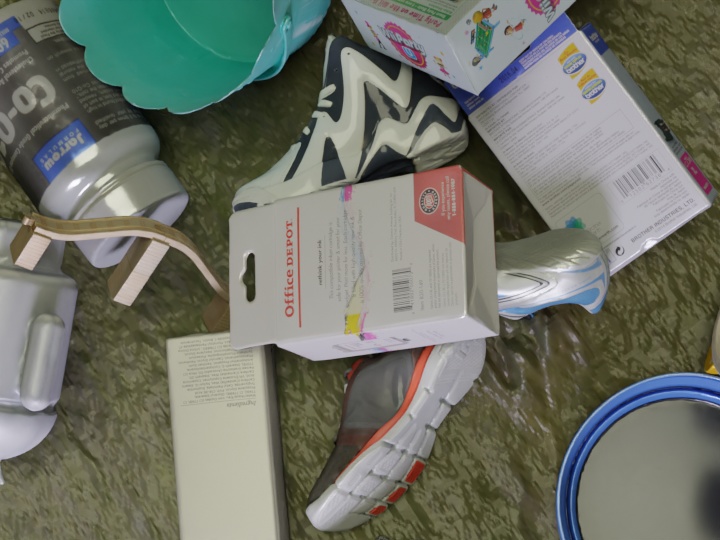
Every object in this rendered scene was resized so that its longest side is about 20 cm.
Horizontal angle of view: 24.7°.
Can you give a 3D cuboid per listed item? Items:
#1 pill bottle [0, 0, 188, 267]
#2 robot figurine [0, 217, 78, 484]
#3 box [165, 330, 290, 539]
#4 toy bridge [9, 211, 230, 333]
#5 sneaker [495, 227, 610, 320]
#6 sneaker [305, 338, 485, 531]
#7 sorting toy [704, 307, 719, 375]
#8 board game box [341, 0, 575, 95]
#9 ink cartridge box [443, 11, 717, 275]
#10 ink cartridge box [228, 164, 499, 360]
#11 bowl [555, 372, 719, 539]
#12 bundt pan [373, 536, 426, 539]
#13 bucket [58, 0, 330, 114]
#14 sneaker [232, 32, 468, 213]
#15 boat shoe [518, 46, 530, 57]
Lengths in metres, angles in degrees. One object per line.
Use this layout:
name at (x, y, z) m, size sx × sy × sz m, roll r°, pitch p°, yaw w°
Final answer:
pill bottle at (-0.232, -0.108, 1.316) m, size 0.114 × 0.114 × 0.200 m, roll -38°, pitch 79°, yaw -3°
robot figurine at (-0.285, 0.060, 1.281) m, size 0.169 × 0.112 × 0.202 m, roll 10°, pitch 90°, yaw 51°
box at (-0.101, 0.150, 1.280) m, size 0.081 × 0.068 × 0.202 m, roll -5°, pitch 79°, yaw 4°
toy bridge at (-0.170, -0.007, 1.260) m, size 0.067 × 0.199 × 0.027 m, roll -53°, pitch 37°, yaw 21°
sneaker at (0.096, 0.009, 1.286) m, size 0.199 × 0.072 × 0.073 m, roll -1°, pitch 121°, yaw 22°
sneaker at (0.016, 0.112, 1.290) m, size 0.082 × 0.077 × 0.200 m, roll 33°, pitch 82°, yaw 37°
sorting toy at (0.372, 0.047, 1.253) m, size 0.179 × 0.107 × 0.201 m, roll 27°, pitch 66°, yaw -7°
board game box at (0.101, -0.238, 1.246) m, size 0.200 × 0.064 × 0.147 m, roll -44°, pitch 39°, yaw -12°
ink cartridge box at (0.170, -0.102, 1.275) m, size 0.119 × 0.042 × 0.200 m, roll -36°, pitch 94°, yaw 29°
ink cartridge box at (0.000, 0.000, 1.243) m, size 0.199 × 0.067 × 0.117 m, roll -9°, pitch 72°, yaw 25°
bowl at (0.250, 0.180, 1.262) m, size 0.199 × 0.039 × 0.202 m, roll -1°, pitch 79°, yaw 4°
bundt pan at (0.026, 0.302, 1.239) m, size 0.200 × 0.076 × 0.204 m, roll -1°, pitch 80°, yaw 4°
bucket at (-0.125, -0.232, 1.283) m, size 0.206 × 0.135 × 0.209 m, roll 9°, pitch 111°, yaw 25°
sneaker at (-0.025, -0.122, 1.323) m, size 0.198 × 0.080 × 0.130 m, roll -25°, pitch 73°, yaw 4°
boat shoe at (0.152, -0.147, 1.326) m, size 0.200 × 0.072 × 0.072 m, roll 44°, pitch 116°, yaw 0°
